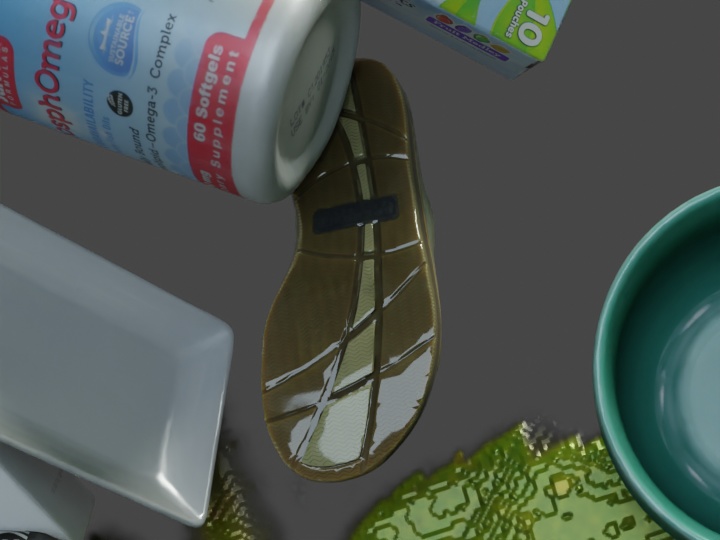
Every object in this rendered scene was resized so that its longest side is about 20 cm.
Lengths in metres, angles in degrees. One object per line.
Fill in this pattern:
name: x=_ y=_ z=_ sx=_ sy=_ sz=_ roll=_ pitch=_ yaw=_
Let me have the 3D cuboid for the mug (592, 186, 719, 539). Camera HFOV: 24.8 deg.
mug: x=0.187 y=0.050 z=0.664 sx=0.183 sy=0.114 sz=0.154 roll=13 pitch=82 yaw=11

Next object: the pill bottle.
pill bottle: x=-0.108 y=-0.110 z=0.717 sx=0.198 sy=0.109 sz=0.110 roll=19 pitch=83 yaw=13

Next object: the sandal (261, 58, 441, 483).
sandal: x=0.000 y=0.000 z=0.743 sx=0.079 sy=0.054 sz=0.202 roll=-7 pitch=64 yaw=13

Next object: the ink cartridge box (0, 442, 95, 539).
ink cartridge box: x=-0.236 y=0.088 z=0.712 sx=0.146 sy=0.086 sz=0.200 roll=-43 pitch=98 yaw=0

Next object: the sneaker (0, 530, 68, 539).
sneaker: x=-0.183 y=0.155 z=0.625 sx=0.197 sy=0.115 sz=0.076 roll=-5 pitch=100 yaw=-7

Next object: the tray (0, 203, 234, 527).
tray: x=-0.145 y=0.030 z=0.701 sx=0.022 sy=0.199 sz=0.108 roll=-33 pitch=38 yaw=41

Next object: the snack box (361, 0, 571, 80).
snack box: x=0.017 y=-0.196 z=0.733 sx=0.198 sy=0.053 sz=0.144 roll=27 pitch=82 yaw=-10
